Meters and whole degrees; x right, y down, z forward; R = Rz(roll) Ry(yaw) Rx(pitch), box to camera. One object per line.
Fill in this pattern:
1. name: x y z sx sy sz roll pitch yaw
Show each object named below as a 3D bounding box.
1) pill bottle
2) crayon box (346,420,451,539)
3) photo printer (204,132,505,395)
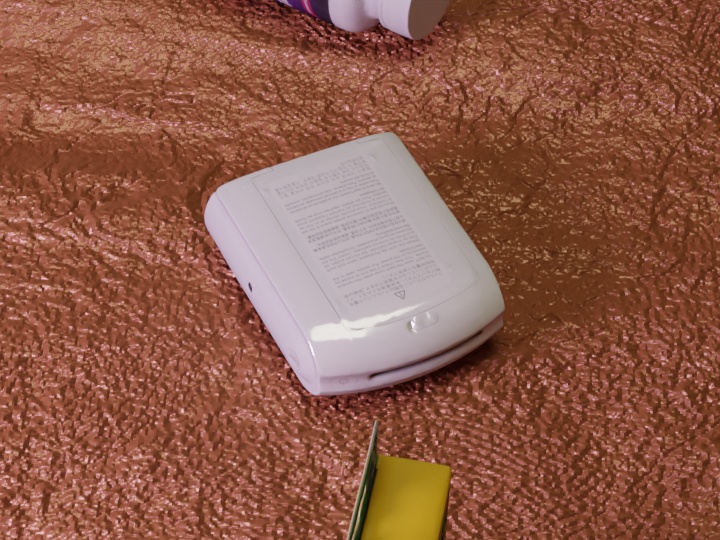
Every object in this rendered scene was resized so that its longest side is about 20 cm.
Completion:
1. pill bottle: -0.025 -0.261 2.036 0.199 0.112 0.112 25 50 21
2. crayon box: 0.019 0.206 1.530 0.051 0.201 0.126 9 47 7
3. photo printer: 0.000 0.000 1.816 0.165 0.070 0.200 -19 50 -19
